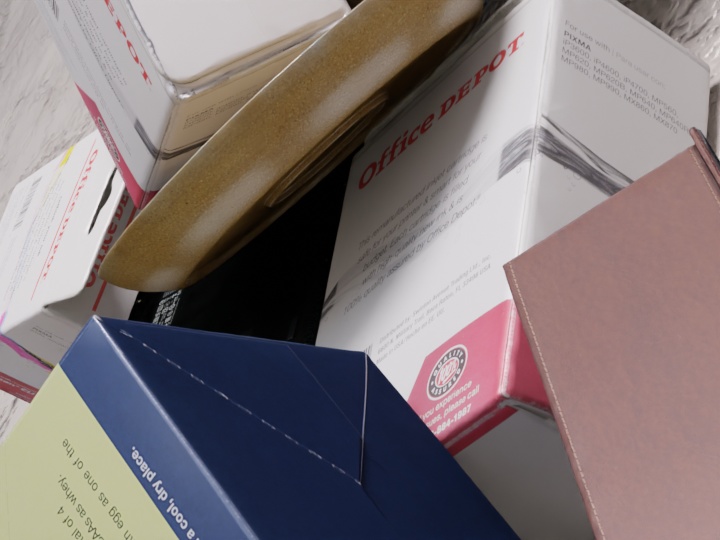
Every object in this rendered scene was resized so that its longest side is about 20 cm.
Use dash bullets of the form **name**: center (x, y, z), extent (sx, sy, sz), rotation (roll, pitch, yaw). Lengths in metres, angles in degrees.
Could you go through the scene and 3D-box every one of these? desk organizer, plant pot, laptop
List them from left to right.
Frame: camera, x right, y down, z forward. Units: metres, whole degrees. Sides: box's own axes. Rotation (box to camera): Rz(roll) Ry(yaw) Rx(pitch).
- **laptop**: center (-0.054, 0.061, 0.925), extent (0.199, 0.116, 0.188), rotation (-29, 26, 25)
- **plant pot**: center (-0.020, -0.055, 0.801), extent (0.200, 0.028, 0.200), rotation (-43, -1, -1)
- **desk organizer**: center (0.105, 0.049, 0.582), extent (0.077, 0.072, 0.200), rotation (-32, 29, 12)

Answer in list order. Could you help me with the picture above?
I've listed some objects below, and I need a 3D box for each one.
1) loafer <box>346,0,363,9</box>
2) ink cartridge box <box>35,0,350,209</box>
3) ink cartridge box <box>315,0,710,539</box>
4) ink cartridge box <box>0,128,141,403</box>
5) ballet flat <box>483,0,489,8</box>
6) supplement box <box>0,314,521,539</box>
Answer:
- **loafer**: center (0.003, -0.140, 0.888), extent (0.076, 0.068, 0.200), rotation (-41, 1, -27)
- **ink cartridge box**: center (-0.085, -0.126, 0.882), extent (0.084, 0.146, 0.200), rotation (-26, -5, -12)
- **ink cartridge box**: center (0.051, 0.011, 0.755), extent (0.146, 0.084, 0.201), rotation (-40, 32, 44)
- **ink cartridge box**: center (-0.139, -0.005, 1.067), extent (0.200, 0.067, 0.117), rotation (-22, 45, 59)
- **ballet flat**: center (0.001, -0.110, 1.021), extent (0.199, 0.074, 0.074), rotation (-37, 26, 7)
- **supplement box**: center (-0.039, 0.157, 0.606), extent (0.200, 0.134, 0.200), rotation (-53, 57, 19)
